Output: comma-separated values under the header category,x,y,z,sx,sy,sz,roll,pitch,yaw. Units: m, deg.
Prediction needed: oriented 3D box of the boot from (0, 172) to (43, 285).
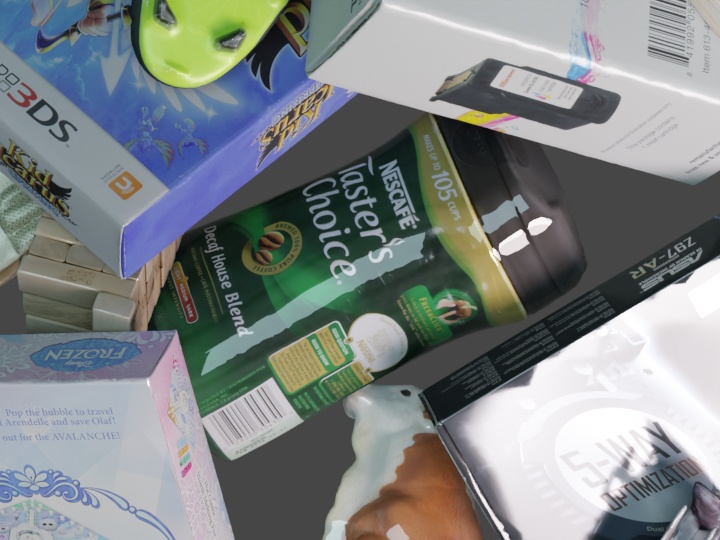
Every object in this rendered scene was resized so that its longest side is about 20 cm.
category,x,y,z,sx,sy,sz,roll,pitch,yaw
boot,-0.220,-0.053,1.403,0.199,0.072,0.155,-27,90,5

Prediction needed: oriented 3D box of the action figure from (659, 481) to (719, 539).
category,x,y,z,sx,sy,sz,roll,pitch,yaw
action figure,0.110,0.191,1.305,0.130,0.069,0.200,40,88,9

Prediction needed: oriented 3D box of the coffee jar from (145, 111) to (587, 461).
category,x,y,z,sx,sy,sz,roll,pitch,yaw
coffee jar,0.000,0.000,1.362,0.199,0.085,0.104,-26,45,4

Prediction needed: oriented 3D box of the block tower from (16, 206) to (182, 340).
category,x,y,z,sx,sy,sz,roll,pitch,yaw
block tower,-0.099,-0.052,1.347,0.058,0.054,0.201,13,57,6

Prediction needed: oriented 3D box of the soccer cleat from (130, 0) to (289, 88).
category,x,y,z,sx,sy,sz,roll,pitch,yaw
soccer cleat,-0.052,-0.168,1.304,0.067,0.081,0.201,23,76,-14

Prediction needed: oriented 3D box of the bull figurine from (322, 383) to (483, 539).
category,x,y,z,sx,sy,sz,roll,pitch,yaw
bull figurine,0.017,0.151,1.366,0.121,0.065,0.201,-22,94,-23

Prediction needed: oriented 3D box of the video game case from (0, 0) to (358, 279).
category,x,y,z,sx,sy,sz,roll,pitch,yaw
video game case,-0.097,-0.118,1.330,0.181,0.046,0.200,40,62,19

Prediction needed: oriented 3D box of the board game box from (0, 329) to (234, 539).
category,x,y,z,sx,sy,sz,roll,pitch,yaw
board game box,-0.156,0.121,1.337,0.199,0.043,0.200,-1,123,19

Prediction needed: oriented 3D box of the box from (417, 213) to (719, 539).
category,x,y,z,sx,sy,sz,roll,pitch,yaw
box,0.151,0.075,1.343,0.200,0.044,0.161,-30,110,0

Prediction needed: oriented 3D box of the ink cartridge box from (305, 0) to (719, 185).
category,x,y,z,sx,sy,sz,roll,pitch,yaw
ink cartridge box,0.084,-0.139,1.303,0.199,0.083,0.146,14,65,-21

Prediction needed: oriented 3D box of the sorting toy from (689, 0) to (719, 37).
category,x,y,z,sx,sy,sz,roll,pitch,yaw
sorting toy,0.177,-0.239,1.281,0.199,0.070,0.200,-38,89,-23
